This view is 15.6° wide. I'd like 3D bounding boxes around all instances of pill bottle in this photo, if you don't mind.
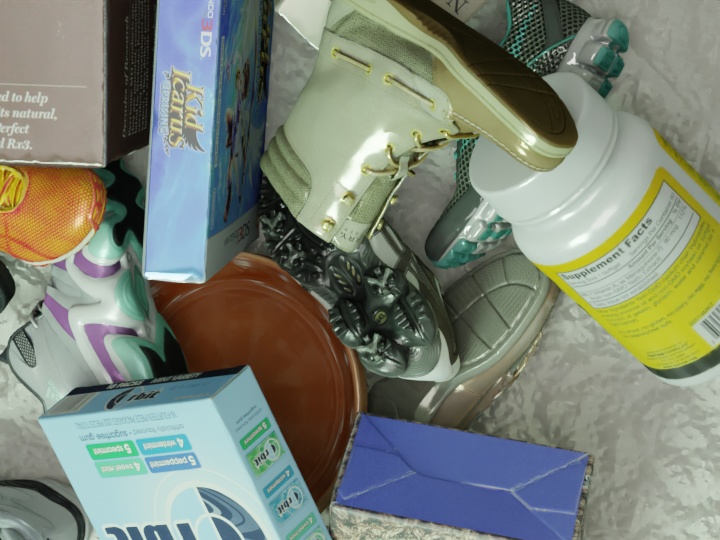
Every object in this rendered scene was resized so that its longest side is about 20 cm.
[{"bbox_3d":[0.167,-0.027,1.651,0.114,0.115,0.200,-41,119,13],"label":"pill bottle"}]

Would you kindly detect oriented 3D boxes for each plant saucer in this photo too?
[{"bbox_3d":[-0.087,0.087,1.772,0.199,0.032,0.202,-1,89,20],"label":"plant saucer"}]

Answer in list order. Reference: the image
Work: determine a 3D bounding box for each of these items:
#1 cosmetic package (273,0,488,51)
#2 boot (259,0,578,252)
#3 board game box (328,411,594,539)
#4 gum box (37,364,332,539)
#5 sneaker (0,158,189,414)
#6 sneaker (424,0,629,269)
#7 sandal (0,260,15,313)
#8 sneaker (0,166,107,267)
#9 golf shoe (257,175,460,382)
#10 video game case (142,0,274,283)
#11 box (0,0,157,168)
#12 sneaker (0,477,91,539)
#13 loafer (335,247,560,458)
[{"bbox_3d":[0.046,-0.215,1.682,0.103,0.087,0.200,40,104,-14],"label":"cosmetic package"},{"bbox_3d":[0.031,-0.075,1.604,0.200,0.072,0.155,39,112,32],"label":"boot"},{"bbox_3d":[0.059,0.210,1.715,0.158,0.097,0.201,9,128,8],"label":"board game box"},{"bbox_3d":[-0.098,0.163,1.675,0.169,0.045,0.201,-8,113,44],"label":"gum box"},{"bbox_3d":[-0.202,0.021,1.762,0.139,0.078,0.202,-19,75,23],"label":"sneaker"},{"bbox_3d":[0.091,-0.096,1.721,0.091,0.078,0.201,36,100,18],"label":"sneaker"},{"bbox_3d":[-0.309,0.017,1.796,0.199,0.048,0.076,-12,124,34],"label":"sandal"},{"bbox_3d":[-0.247,-0.047,1.728,0.199,0.077,0.074,5,80,40],"label":"sneaker"},{"bbox_3d":[0.000,0.000,1.730,0.078,0.094,0.201,-38,56,14],"label":"golf shoe"},{"bbox_3d":[-0.094,-0.106,1.683,0.045,0.181,0.202,6,101,7],"label":"video game case"},{"bbox_3d":[-0.215,-0.161,1.685,0.164,0.200,0.166,3,100,9],"label":"box"},{"bbox_3d":[-0.292,0.182,1.798,0.198,0.115,0.076,0,99,9],"label":"sneaker"},{"bbox_3d":[0.066,0.069,1.756,0.200,0.063,0.072,-48,48,12],"label":"loafer"}]
